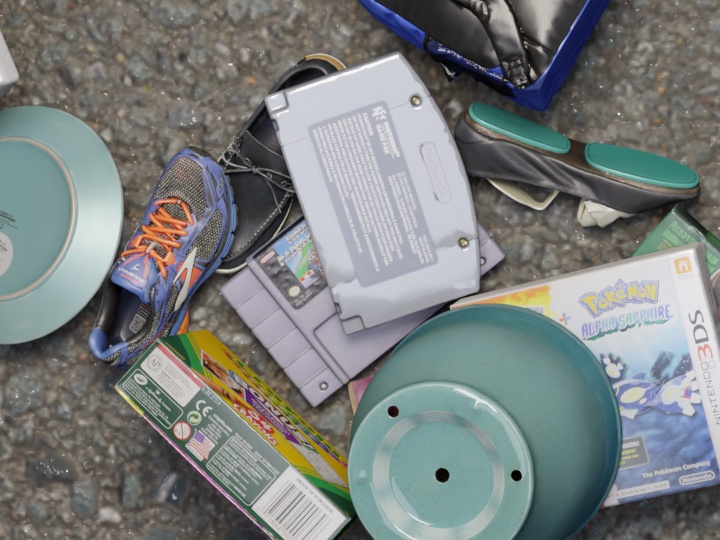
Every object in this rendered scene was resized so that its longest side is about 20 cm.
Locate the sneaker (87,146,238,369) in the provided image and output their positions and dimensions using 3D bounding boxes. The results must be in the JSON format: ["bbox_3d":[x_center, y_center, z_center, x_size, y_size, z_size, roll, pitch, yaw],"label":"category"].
[{"bbox_3d":[-0.159,-0.004,1.712,0.075,0.078,0.200,26,106,22],"label":"sneaker"}]

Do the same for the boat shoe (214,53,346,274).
[{"bbox_3d":[-0.076,-0.088,1.737,0.075,0.062,0.200,33,95,4],"label":"boat shoe"}]

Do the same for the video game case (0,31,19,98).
[{"bbox_3d":[-0.347,-0.208,1.724,0.022,0.182,0.200,-19,83,-34],"label":"video game case"}]

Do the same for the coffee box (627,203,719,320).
[{"bbox_3d":[0.228,0.062,1.689,0.123,0.044,0.200,42,106,4],"label":"coffee box"}]

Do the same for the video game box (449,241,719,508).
[{"bbox_3d":[0.187,0.089,1.656,0.200,0.047,0.183,-14,91,17],"label":"video game box"}]

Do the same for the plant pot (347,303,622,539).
[{"bbox_3d":[0.076,0.133,1.571,0.200,0.188,0.200,2,96,16],"label":"plant pot"}]

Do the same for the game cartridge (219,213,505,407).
[{"bbox_3d":[0.000,0.000,1.731,0.200,0.038,0.130,-39,99,5],"label":"game cartridge"}]

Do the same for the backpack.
[{"bbox_3d":[0.088,-0.228,1.666,0.200,0.168,0.163,29,85,11],"label":"backpack"}]

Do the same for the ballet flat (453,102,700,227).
[{"bbox_3d":[0.167,-0.075,1.711,0.200,0.073,0.073,17,91,1],"label":"ballet flat"}]

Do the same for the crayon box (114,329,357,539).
[{"bbox_3d":[-0.083,0.133,1.678,0.200,0.173,0.058,43,97,5],"label":"crayon box"}]

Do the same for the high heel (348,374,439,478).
[{"bbox_3d":[0.062,0.165,1.715,0.096,0.067,0.200,-19,74,15],"label":"high heel"}]

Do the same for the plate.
[{"bbox_3d":[-0.284,-0.040,1.747,0.200,0.026,0.201,-5,76,22],"label":"plate"}]

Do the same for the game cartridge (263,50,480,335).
[{"bbox_3d":[0.018,-0.063,1.690,0.133,0.042,0.200,-19,97,-2],"label":"game cartridge"}]
